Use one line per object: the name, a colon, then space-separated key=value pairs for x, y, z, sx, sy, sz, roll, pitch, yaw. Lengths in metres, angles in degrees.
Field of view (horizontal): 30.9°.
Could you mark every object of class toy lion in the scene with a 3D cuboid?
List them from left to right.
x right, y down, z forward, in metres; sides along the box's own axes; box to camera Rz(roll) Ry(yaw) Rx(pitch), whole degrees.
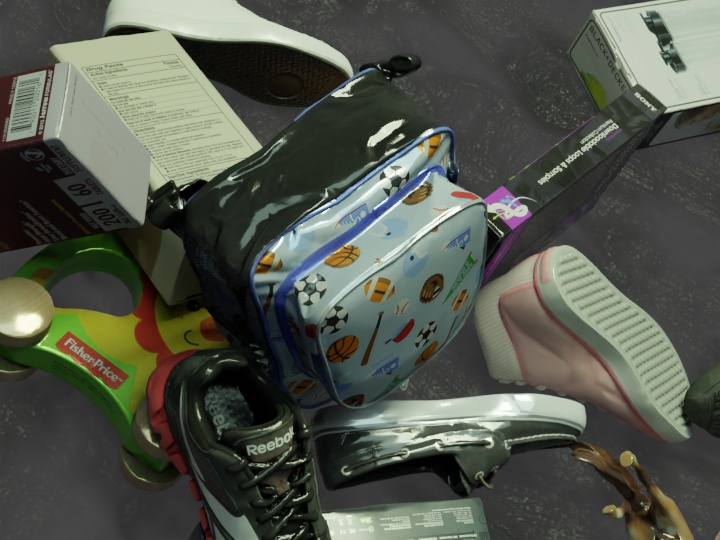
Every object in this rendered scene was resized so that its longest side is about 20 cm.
toy lion: x=-0.134 y=0.040 z=0.903 sx=0.200 sy=0.069 sz=0.192 roll=35 pitch=50 yaw=4

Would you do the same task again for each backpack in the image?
backpack: x=-0.011 y=-0.005 z=0.824 sx=0.200 sy=0.191 sz=0.154 roll=-33 pitch=64 yaw=-16

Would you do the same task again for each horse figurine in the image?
horse figurine: x=0.208 y=0.206 z=0.898 sx=0.050 sy=0.133 sz=0.200 roll=-28 pitch=52 yaw=13

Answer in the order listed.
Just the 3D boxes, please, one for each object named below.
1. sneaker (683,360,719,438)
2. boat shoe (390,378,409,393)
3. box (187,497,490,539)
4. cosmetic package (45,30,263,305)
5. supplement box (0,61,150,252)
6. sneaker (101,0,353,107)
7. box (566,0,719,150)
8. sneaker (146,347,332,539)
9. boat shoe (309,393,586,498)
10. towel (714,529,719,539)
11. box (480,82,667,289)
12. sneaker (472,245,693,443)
sneaker: x=0.320 y=0.070 z=1.023 sx=0.200 sy=0.076 sz=0.091 roll=-19 pitch=39 yaw=-29
boat shoe: x=0.000 y=0.000 z=0.970 sx=0.062 sy=0.072 sz=0.200 roll=-10 pitch=61 yaw=9
box: x=-0.003 y=0.234 z=0.835 sx=0.200 sy=0.051 sz=0.158 roll=-2 pitch=61 yaw=-19
cosmetic package: x=-0.137 y=-0.078 z=0.928 sx=0.105 sy=0.071 sz=0.200 roll=-15 pitch=55 yaw=-37
supplement box: x=-0.249 y=-0.061 z=0.834 sx=0.200 sy=0.109 sz=0.061 roll=-9 pitch=59 yaw=18
sneaker: x=-0.099 y=-0.191 z=1.033 sx=0.200 sy=0.073 sz=0.085 roll=14 pitch=50 yaw=-15
box: x=0.298 y=-0.183 z=1.166 sx=0.200 sy=0.060 sz=0.117 roll=-14 pitch=67 yaw=-25
sneaker: x=-0.059 y=0.131 z=0.779 sx=0.071 sy=0.098 sz=0.201 roll=-24 pitch=83 yaw=-31
boat shoe: x=0.065 y=0.126 z=0.911 sx=0.200 sy=0.070 sz=0.066 roll=1 pitch=69 yaw=-17
towel: x=0.347 y=0.185 z=0.959 sx=0.144 sy=0.023 sz=0.200 roll=19 pitch=51 yaw=27
box: x=0.135 y=-0.048 z=0.987 sx=0.200 sy=0.143 sz=0.036 roll=-35 pitch=75 yaw=-31
sneaker: x=0.163 y=0.066 z=0.982 sx=0.200 sy=0.105 sz=0.075 roll=44 pitch=43 yaw=-26
